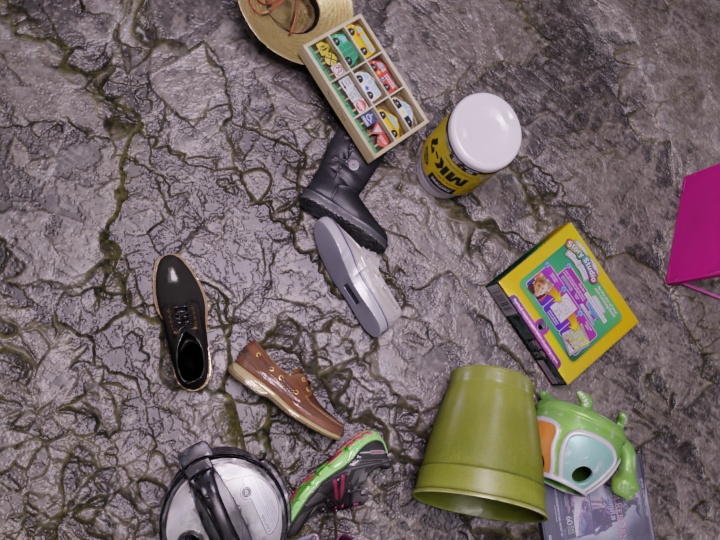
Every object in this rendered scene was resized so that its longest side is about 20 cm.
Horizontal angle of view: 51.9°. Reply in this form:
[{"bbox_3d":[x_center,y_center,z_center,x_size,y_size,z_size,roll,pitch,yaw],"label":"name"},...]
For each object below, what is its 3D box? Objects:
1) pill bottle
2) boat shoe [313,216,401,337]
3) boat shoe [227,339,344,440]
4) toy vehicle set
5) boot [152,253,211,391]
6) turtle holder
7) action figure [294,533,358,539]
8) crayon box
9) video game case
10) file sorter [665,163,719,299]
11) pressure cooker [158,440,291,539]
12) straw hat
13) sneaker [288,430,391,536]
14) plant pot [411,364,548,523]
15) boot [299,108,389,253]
[{"bbox_3d":[0.159,-0.183,1.142,0.111,0.200,0.118,2,80,-12],"label":"pill bottle"},{"bbox_3d":[0.000,0.000,1.150,0.069,0.071,0.203,-31,89,-31],"label":"boat shoe"},{"bbox_3d":[-0.101,0.178,1.094,0.198,0.072,0.068,35,78,-3],"label":"boat shoe"},{"bbox_3d":[0.006,-0.284,1.152,0.123,0.026,0.202,-36,96,-26],"label":"toy vehicle set"},{"bbox_3d":[-0.248,0.066,1.043,0.076,0.138,0.205,-17,84,-14],"label":"boot"},{"bbox_3d":[0.340,0.280,1.150,0.185,0.139,0.134,39,66,-36],"label":"turtle holder"},{"bbox_3d":[-0.077,0.442,1.020,0.196,0.149,0.137,-18,74,18],"label":"action figure"},{"bbox_3d":[0.332,0.055,1.218,0.171,0.058,0.202,-35,91,-16],"label":"crayon box"},{"bbox_3d":[0.379,0.385,1.199,0.195,0.019,0.147,-6,83,-13],"label":"video game case"},{"bbox_3d":[0.634,-0.064,1.266,0.123,0.139,0.205,18,78,-12],"label":"file sorter"},{"bbox_3d":[-0.181,0.332,0.986,0.172,0.200,0.183,21,77,-7],"label":"pressure cooker"},{"bbox_3d":[-0.116,-0.412,1.172,0.197,0.085,0.207,2,85,-30],"label":"straw hat"},{"bbox_3d":[-0.034,0.323,1.085,0.199,0.077,0.084,-38,87,-14],"label":"sneaker"},{"bbox_3d":[0.186,0.252,1.098,0.196,0.201,0.197,15,67,-10],"label":"plant pot"},{"bbox_3d":[0.014,-0.153,1.181,0.163,0.065,0.203,33,68,-14],"label":"boot"}]
